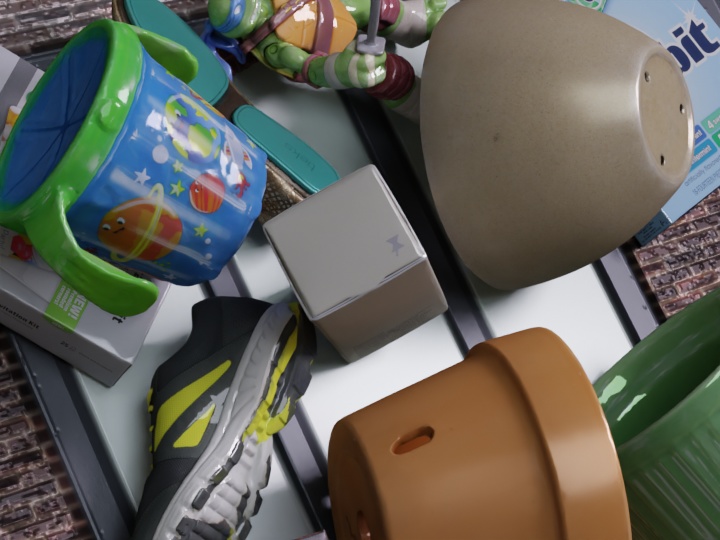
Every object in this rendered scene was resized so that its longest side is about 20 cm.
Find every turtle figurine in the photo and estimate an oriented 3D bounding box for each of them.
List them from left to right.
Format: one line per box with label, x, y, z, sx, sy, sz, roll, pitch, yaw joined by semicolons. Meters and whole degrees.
turtle figurine;0.006;-0.181;1.481;0.193;0.201;0.144;16;22;-47

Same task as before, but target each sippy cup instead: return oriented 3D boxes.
sippy cup;-0.131;-0.060;1.317;0.130;0.139;0.179;29;79;-26

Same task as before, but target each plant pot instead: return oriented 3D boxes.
plant pot;0.065;0.146;1.343;0.139;0.200;0.202;-11;70;-15
plant pot;0.146;-0.095;1.481;0.200;0.134;0.202;21;65;-55

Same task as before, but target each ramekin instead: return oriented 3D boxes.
ramekin;0.225;0.102;1.443;0.098;0.200;0.200;49;53;-7

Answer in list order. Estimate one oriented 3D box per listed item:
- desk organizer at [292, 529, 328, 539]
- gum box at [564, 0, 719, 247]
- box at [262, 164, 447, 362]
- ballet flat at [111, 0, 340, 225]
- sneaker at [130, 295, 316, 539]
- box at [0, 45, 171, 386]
desk organizer;-0.109;0.215;1.255;0.199;0.077;0.072;-14;80;-28
gum box;0.209;-0.142;1.651;0.170;0.045;0.201;-35;86;-37
box;0.000;0.000;1.363;0.082;0.200;0.069;-29;78;-1
ballet flat;-0.101;-0.095;1.441;0.200;0.065;0.070;46;35;1
sneaker;-0.098;0.104;1.347;0.084;0.075;0.201;15;66;29
box;-0.205;-0.043;1.375;0.199;0.041;0.157;32;54;-12
